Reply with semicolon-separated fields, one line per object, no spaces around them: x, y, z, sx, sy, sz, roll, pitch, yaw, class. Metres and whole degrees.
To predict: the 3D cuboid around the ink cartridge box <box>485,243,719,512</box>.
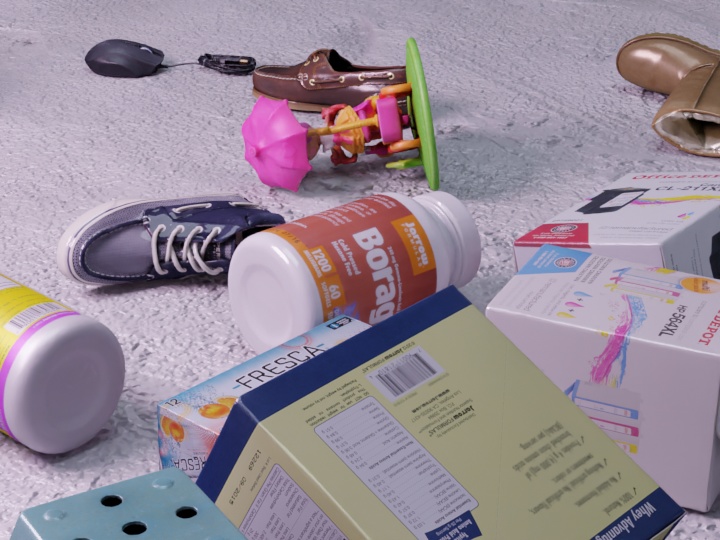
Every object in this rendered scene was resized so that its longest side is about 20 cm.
0.202;0.076;1.305;0.199;0.126;0.129;11;27;22;ink cartridge box

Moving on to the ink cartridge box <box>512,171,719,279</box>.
0.244;-0.018;1.523;0.145;0.083;0.200;1;20;39;ink cartridge box

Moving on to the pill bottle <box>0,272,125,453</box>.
-0.275;0.056;1.359;0.200;0.105;0.104;22;33;39;pill bottle

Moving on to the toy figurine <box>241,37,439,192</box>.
-0.025;-0.138;1.782;0.183;0.151;0.200;-10;3;0;toy figurine

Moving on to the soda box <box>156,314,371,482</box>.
-0.055;0.100;1.319;0.068;0.064;0.200;21;31;37;soda box

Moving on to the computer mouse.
-0.220;-0.248;2.092;0.199;0.034;0.059;0;24;-2;computer mouse

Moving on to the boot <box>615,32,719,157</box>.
0.344;-0.192;1.955;0.174;0.066;0.200;9;28;17;boot

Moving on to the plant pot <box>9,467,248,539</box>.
-0.108;0.214;0.914;0.141;0.201;0.141;-13;28;-28;plant pot

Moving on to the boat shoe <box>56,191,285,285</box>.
-0.157;-0.025;1.567;0.199;0.075;0.093;-17;23;-35;boat shoe

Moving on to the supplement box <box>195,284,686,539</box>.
0.038;0.148;1.050;0.200;0.135;0.200;45;43;19;supplement box

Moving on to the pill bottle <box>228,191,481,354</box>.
0.000;0.000;1.476;0.199;0.113;0.112;-20;32;-37;pill bottle

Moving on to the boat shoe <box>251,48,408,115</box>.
-0.029;-0.208;1.973;0.199;0.071;0.070;11;28;24;boat shoe
